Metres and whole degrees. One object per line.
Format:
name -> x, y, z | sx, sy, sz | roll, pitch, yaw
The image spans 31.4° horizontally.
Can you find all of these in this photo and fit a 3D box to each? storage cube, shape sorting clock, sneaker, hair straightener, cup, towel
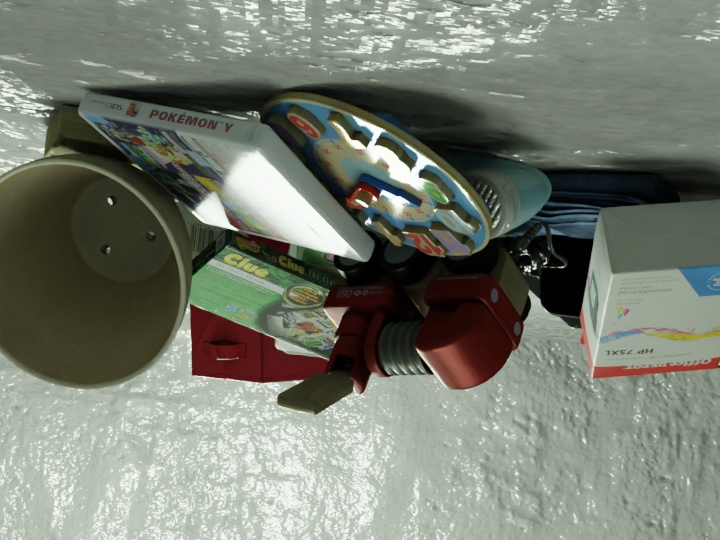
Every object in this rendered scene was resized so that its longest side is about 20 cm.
storage cube -> -0.090, 0.035, 1.524 | 0.198, 0.183, 0.170 | -2, 180, -36
shape sorting clock -> 0.009, -0.068, 0.969 | 0.198, 0.040, 0.200 | 25, 166, 7
sneaker -> 0.075, -0.064, 1.067 | 0.081, 0.075, 0.199 | -17, -158, -38
hair straightener -> 0.138, -0.018, 1.160 | 0.076, 0.042, 0.200 | 9, 169, -15
cup -> -0.230, -0.017, 1.126 | 0.197, 0.204, 0.143 | 6, -160, 7
towel -> 0.179, -0.055, 1.138 | 0.197, 0.049, 0.111 | 3, 174, 31

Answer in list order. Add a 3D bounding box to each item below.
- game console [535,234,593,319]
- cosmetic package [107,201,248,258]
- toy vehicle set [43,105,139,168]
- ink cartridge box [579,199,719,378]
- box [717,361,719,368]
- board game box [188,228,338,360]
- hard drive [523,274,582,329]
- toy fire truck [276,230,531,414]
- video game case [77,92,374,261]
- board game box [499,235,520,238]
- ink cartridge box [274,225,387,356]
game console -> 0.268, 0.005, 1.272 | 0.196, 0.119, 0.176 | 7, 173, 0
cosmetic package -> -0.216, -0.029, 1.436 | 0.102, 0.074, 0.199 | 10, 172, -32
toy vehicle set -> -0.176, -0.105, 1.140 | 0.197, 0.027, 0.124 | 9, 174, -20
ink cartridge box -> 0.252, 0.029, 1.083 | 0.114, 0.068, 0.201 | -4, 144, 1
box -> 0.375, 0.013, 1.074 | 0.122, 0.151, 0.200 | 7, 174, 6
board game box -> -0.069, 0.028, 1.199 | 0.198, 0.024, 0.104 | 25, 141, -30
hard drive -> 0.276, 0.013, 1.322 | 0.197, 0.033, 0.140 | -3, -156, -22
toy fire truck -> 0.029, 0.061, 1.073 | 0.174, 0.202, 0.129 | -2, 142, 36
video game case -> -0.103, -0.073, 1.025 | 0.180, 0.023, 0.200 | 14, 163, 30
board game box -> 0.159, -0.023, 1.461 | 0.198, 0.048, 0.150 | 11, 173, -35
ink cartridge box -> 0.000, 0.000, 1.254 | 0.144, 0.085, 0.201 | 8, 144, -9
